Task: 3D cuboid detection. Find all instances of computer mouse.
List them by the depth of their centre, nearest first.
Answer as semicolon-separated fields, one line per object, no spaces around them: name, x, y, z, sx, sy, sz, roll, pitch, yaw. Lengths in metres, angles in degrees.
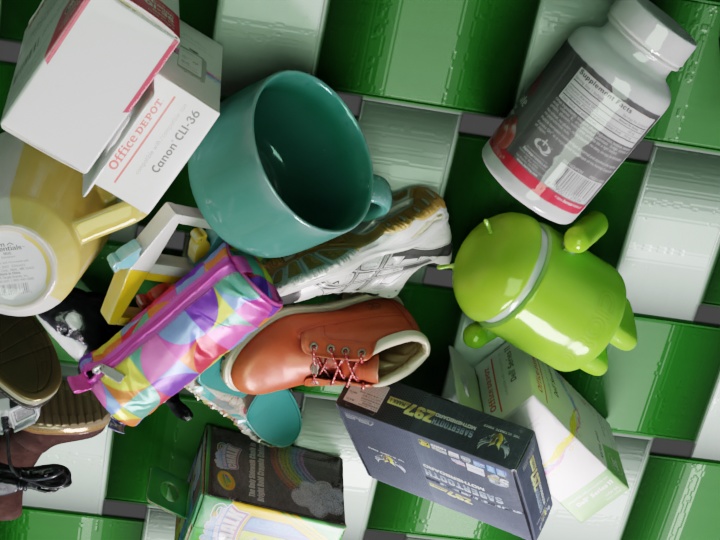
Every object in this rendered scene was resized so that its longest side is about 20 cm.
computer mouse;-0.342;0.122;1.373;0.109;0.201;0.044;-7;163;1

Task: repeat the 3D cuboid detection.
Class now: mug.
mug;-0.071;-0.077;1.267;0.114;0.152;0.185;-20;118;39
mug;-0.292;-0.048;1.267;0.149;0.153;0.187;36;109;-17

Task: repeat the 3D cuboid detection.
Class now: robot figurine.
robot figurine;0.174;0.021;1.357;0.199;0.116;0.176;30;126;-20

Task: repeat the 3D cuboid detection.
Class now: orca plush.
orca plush;-0.220;0.074;1.362;0.071;0.105;0.200;-24;119;26

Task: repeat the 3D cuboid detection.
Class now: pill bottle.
pill bottle;0.209;-0.150;1.273;0.110;0.111;0.200;31;112;-19

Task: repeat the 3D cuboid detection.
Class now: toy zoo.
toy zoo;-0.157;0.001;1.321;0.199;0.020;0.132;9;123;-47

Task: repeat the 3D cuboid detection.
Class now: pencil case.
pencil case;-0.166;0.060;1.283;0.200;0.088;0.088;-39;114;6

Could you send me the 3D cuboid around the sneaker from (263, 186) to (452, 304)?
sneaker;0.000;0.000;1.348;0.199;0.076;0.088;-23;124;-4

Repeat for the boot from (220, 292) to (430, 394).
boot;-0.032;0.080;1.347;0.199;0.107;0.075;-20;125;-18

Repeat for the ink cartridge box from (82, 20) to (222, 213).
ink cartridge box;-0.176;-0.130;1.206;0.067;0.200;0.117;31;113;-18

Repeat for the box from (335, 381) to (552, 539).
box;0.085;0.183;1.391;0.199;0.051;0.158;19;153;26

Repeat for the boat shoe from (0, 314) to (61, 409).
boat shoe;-0.356;0.062;1.335;0.201;0.072;0.066;43;139;19

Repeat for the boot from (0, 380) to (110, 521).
boot;-0.357;0.192;1.458;0.199;0.073;0.167;0;130;-6

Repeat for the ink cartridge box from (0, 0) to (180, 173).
ink cartridge box;-0.220;-0.196;1.169;0.083;0.200;0.147;30;113;-22

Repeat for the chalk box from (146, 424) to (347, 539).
chalk box;-0.127;0.254;1.462;0.199;0.125;0.124;15;116;-10

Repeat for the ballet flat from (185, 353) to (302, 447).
ballet flat;-0.126;0.114;1.412;0.076;0.064;0.200;-55;141;-12

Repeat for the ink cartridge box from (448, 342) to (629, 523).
ink cartridge box;0.180;0.147;1.427;0.067;0.117;0.200;-38;115;18

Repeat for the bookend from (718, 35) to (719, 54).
bookend;0.381;-0.240;1.233;0.091;0.200;0.200;0;163;-4
